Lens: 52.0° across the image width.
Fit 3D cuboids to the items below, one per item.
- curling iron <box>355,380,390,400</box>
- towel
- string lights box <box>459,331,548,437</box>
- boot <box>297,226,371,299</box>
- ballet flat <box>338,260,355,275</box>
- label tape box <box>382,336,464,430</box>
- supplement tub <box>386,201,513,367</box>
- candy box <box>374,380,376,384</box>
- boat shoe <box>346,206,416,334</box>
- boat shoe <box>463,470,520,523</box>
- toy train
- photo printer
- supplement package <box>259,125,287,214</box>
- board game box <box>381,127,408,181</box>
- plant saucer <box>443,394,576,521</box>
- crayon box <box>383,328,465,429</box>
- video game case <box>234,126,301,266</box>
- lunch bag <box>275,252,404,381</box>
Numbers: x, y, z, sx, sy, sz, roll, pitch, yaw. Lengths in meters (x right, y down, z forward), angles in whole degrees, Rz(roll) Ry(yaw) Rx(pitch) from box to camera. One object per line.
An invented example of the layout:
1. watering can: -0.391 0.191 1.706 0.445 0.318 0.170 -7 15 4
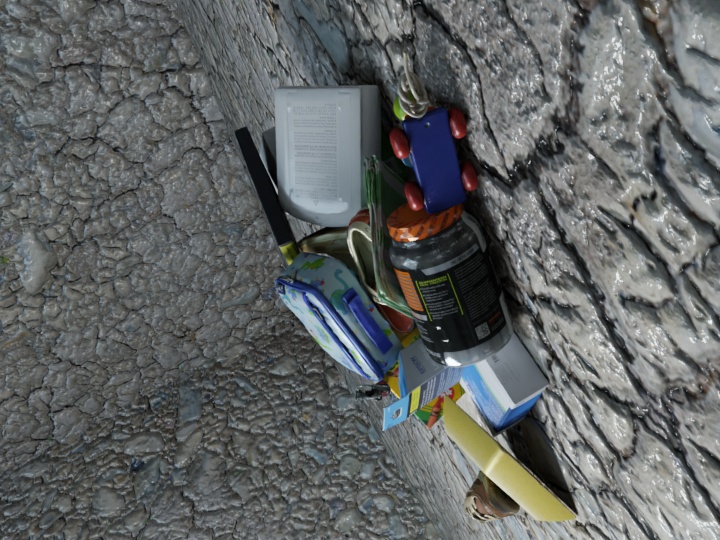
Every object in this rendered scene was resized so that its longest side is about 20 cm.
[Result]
1. curling iron: 0.025 0.180 1.129 0.200 0.049 0.026 41 -132 -81
2. towel: 0.053 -0.041 1.008 0.152 0.023 0.203 29 -129 -58
3. string lights box: 0.199 0.162 1.060 0.103 0.058 0.201 58 169 22
4. boot: 0.000 0.000 1.139 0.198 0.073 0.157 -9 107 35
5. ballet flat: -0.005 -0.043 1.250 0.071 0.069 0.203 16 -117 -49
6. label tape box: 0.101 0.149 1.115 0.066 0.199 0.144 54 167 22
7. supplement tub: 0.112 0.010 0.939 0.202 0.121 0.122 67 169 -22
8. candy box: 0.042 0.102 1.463 0.202 0.076 0.169 64 -160 -6
9. boat shoe: 0.032 0.010 1.038 0.063 0.070 0.202 -63 -43 -58
10. boat shoe: 0.206 0.377 1.193 0.076 0.072 0.200 42 178 12
11. toy train: 0.066 -0.177 0.846 0.116 0.084 0.202 -109 -1 -54
12. photo printer: -0.047 -0.166 1.074 0.164 0.069 0.203 7 105 31
13. supplement package: -0.094 -0.183 1.253 0.122 0.119 0.200 63 171 -2
14. board game box: 0.011 -0.176 1.199 0.154 0.040 0.200 62 170 8
15. plant saucer: 0.219 0.305 1.163 0.200 0.049 0.200 43 178 -23
16. crayon box: 0.094 0.155 1.232 0.200 0.127 0.051 47 177 -26
17. video game case: -0.139 -0.101 1.176 0.181 0.025 0.202 76 172 -74
18. lunch bag: -0.030 0.068 1.099 0.160 0.082 0.201 15 146 56
